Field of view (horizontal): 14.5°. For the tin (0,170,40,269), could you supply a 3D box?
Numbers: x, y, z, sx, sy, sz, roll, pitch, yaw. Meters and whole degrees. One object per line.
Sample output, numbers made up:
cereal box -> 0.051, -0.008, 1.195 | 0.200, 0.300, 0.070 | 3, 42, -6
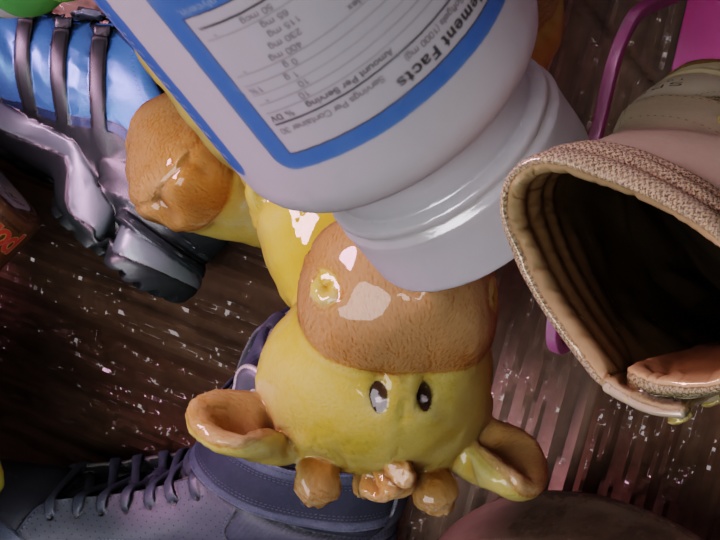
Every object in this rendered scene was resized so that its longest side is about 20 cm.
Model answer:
tin -> -0.198, -0.070, 1.128 | 0.042, 0.112, 0.200 | -43, 56, -4

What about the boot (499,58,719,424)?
boot -> 0.141, 0.021, 0.852 | 0.200, 0.155, 0.073 | 44, 116, 9

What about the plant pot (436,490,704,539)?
plant pot -> 0.059, 0.207, 1.045 | 0.200, 0.175, 0.200 | 17, 122, 28

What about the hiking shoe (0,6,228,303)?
hiking shoe -> -0.117, -0.077, 1.144 | 0.200, 0.074, 0.087 | 43, 90, 12

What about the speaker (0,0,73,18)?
speaker -> -0.056, -0.144, 0.959 | 0.200, 0.088, 0.089 | -12, 99, 24

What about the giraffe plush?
giraffe plush -> 0.000, 0.000, 1.009 | 0.172, 0.162, 0.200 | -9, 137, 8

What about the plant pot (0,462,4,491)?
plant pot -> -0.263, 0.063, 1.113 | 0.200, 0.199, 0.182 | 61, 139, 23

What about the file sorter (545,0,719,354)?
file sorter -> 0.181, -0.011, 0.985 | 0.200, 0.125, 0.139 | 18, 110, 19

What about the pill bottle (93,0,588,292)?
pill bottle -> -0.015, -0.089, 0.864 | 0.112, 0.112, 0.200 | -20, 126, 27

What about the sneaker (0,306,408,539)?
sneaker -> -0.074, 0.073, 1.140 | 0.202, 0.077, 0.146 | 14, 120, 10
